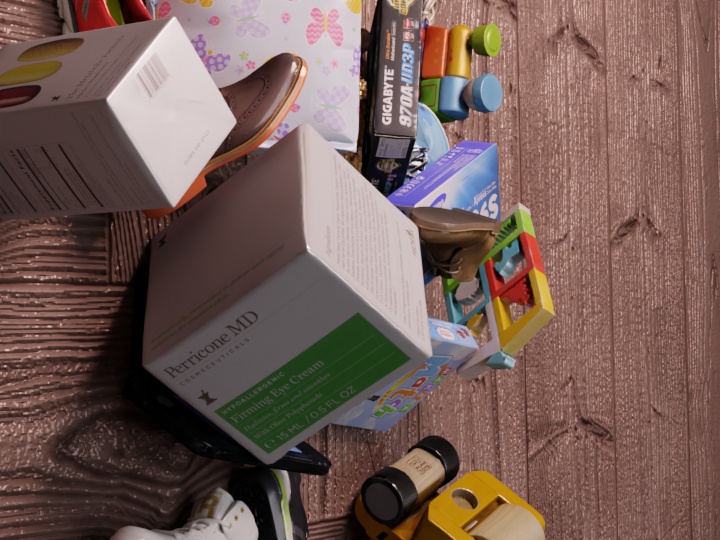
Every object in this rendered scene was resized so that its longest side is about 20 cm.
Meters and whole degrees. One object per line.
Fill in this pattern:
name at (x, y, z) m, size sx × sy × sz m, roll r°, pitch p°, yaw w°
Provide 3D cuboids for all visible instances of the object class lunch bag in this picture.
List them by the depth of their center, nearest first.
lunch bag at (-0.108, -0.196, 1.503) m, size 0.200 × 0.127 × 0.170 m, roll 0°, pitch 91°, yaw -22°

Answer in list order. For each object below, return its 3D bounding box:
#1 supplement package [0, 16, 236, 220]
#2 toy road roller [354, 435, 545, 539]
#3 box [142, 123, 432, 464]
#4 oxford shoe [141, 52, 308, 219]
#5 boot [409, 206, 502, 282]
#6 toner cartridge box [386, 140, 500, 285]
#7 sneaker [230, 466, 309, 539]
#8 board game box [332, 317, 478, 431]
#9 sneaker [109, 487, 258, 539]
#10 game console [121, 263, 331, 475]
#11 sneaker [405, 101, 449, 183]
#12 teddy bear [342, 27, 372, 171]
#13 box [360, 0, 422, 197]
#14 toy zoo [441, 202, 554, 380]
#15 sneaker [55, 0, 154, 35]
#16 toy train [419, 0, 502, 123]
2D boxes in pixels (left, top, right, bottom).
supplement package at (-0.225, -0.120, 1.277) m, size 0.110 × 0.200 × 0.114 m, roll 61°, pitch 43°, yaw -33°
toy road roller at (0.085, 0.289, 1.699) m, size 0.123 × 0.200 × 0.146 m, roll -29°, pitch 147°, yaw -50°
box at (-0.066, 0.021, 1.413) m, size 0.171 × 0.199 × 0.200 m, roll 43°, pitch 25°, yaw -29°
oxford shoe at (-0.132, -0.134, 1.394) m, size 0.200 × 0.071 × 0.073 m, roll -43°, pitch 120°, yaw -8°
boot at (0.094, -0.024, 1.577) m, size 0.200 × 0.074 × 0.076 m, roll 5°, pitch 103°, yaw -71°
toner cartridge box at (0.089, -0.063, 1.683) m, size 0.200 × 0.043 × 0.095 m, roll -39°, pitch 130°, yaw -51°
sneaker at (-0.073, 0.284, 1.569) m, size 0.083 × 0.072 × 0.200 m, roll -8°, pitch 95°, yaw -55°
board game box at (0.014, 0.103, 1.645) m, size 0.200 × 0.151 × 0.037 m, roll 15°, pitch 37°, yaw -53°
sneaker at (-0.163, 0.248, 1.455) m, size 0.200 × 0.074 × 0.116 m, roll 51°, pitch 47°, yaw -52°
game console at (-0.118, 0.097, 1.489) m, size 0.200 × 0.176 × 0.116 m, roll 18°, pitch 101°, yaw -52°
sneaker at (0.073, -0.093, 1.760) m, size 0.090 × 0.078 × 0.200 m, roll -114°, pitch -168°, yaw -78°
teddy bear at (-0.016, -0.181, 1.636) m, size 0.145 × 0.067 × 0.200 m, roll 79°, pitch 6°, yaw -64°
box at (0.032, -0.191, 1.653) m, size 0.159 × 0.046 × 0.200 m, roll 105°, pitch -11°, yaw -67°
toy zoo at (0.149, 0.033, 1.724) m, size 0.020 × 0.131 × 0.200 m, roll 31°, pitch 33°, yaw -31°
sneaker at (-0.215, -0.189, 1.394) m, size 0.077 × 0.085 × 0.200 m, roll -28°, pitch 111°, yaw -50°
toy train at (0.112, -0.268, 1.822) m, size 0.085 × 0.116 × 0.200 m, roll 21°, pitch 71°, yaw -52°
